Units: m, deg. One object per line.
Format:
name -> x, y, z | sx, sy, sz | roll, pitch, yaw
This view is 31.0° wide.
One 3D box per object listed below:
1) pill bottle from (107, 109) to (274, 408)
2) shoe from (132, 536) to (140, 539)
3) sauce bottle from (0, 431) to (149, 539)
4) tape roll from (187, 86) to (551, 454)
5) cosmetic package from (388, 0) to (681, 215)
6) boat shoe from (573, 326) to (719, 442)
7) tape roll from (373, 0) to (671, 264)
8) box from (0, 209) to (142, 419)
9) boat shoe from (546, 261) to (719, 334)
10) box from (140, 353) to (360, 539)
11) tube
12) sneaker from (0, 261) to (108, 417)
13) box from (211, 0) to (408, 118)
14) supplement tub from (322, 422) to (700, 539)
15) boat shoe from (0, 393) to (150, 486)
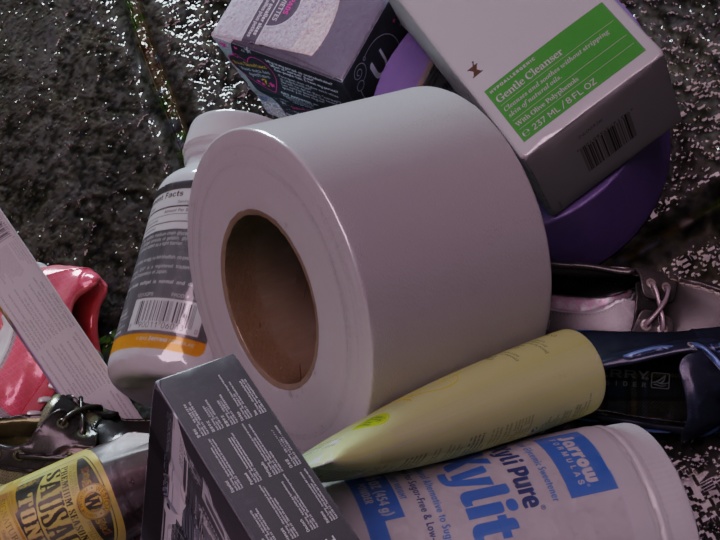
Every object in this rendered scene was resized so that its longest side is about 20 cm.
pill bottle -> -0.100, -0.003, 0.919 | 0.115, 0.117, 0.203 | 3, 66, 23
shoe -> -0.226, 0.211, 0.879 | 0.197, 0.091, 0.072 | -20, 59, 12
sauce bottle -> -0.162, 0.140, 0.800 | 0.198, 0.066, 0.067 | -26, 58, 6
tape roll -> 0.000, 0.000, 0.790 | 0.138, 0.205, 0.203 | -16, 50, -33
cosmetic package -> 0.102, -0.149, 0.829 | 0.107, 0.085, 0.201 | -37, 59, 4
boat shoe -> 0.199, 0.078, 0.774 | 0.197, 0.069, 0.086 | -6, 106, 19
tape roll -> 0.111, -0.098, 0.899 | 0.197, 0.085, 0.203 | -9, 62, 17
box -> -0.221, 0.044, 0.920 | 0.041, 0.039, 0.201 | -35, 94, -16
boat shoe -> 0.151, 0.029, 0.836 | 0.197, 0.057, 0.068 | 1, 66, 22
box -> -0.043, 0.168, 0.639 | 0.049, 0.159, 0.201 | -18, 52, -29
tube -> 0.045, 0.079, 0.696 | 0.198, 0.059, 0.052 | -16, 41, -31
sneaker -> -0.235, 0.082, 0.957 | 0.085, 0.074, 0.203 | -4, 64, 18
box -> 0.001, -0.214, 0.981 | 0.131, 0.115, 0.202 | 22, 75, 29
supplement tub -> 0.072, 0.165, 0.717 | 0.197, 0.133, 0.133 | -10, 58, -14
boat shoe -> -0.199, 0.117, 0.866 | 0.197, 0.072, 0.067 | -10, 103, 9
